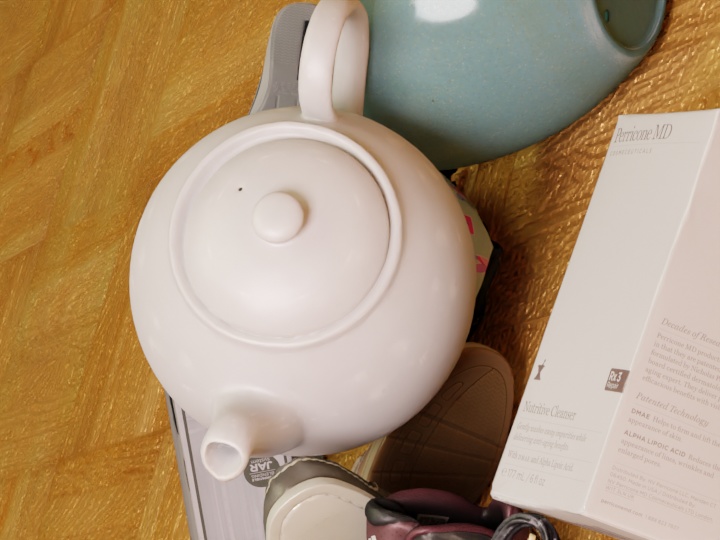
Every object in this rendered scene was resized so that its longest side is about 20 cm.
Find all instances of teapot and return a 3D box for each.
[{"bbox_3d":[-0.033,-0.010,1.321,0.200,0.197,0.146,56,174,20],"label":"teapot"}]

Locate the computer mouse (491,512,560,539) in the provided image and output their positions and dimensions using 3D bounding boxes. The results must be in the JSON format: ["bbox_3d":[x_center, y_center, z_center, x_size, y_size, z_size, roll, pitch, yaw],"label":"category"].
[{"bbox_3d":[0.057,0.212,1.209,0.058,0.034,0.201,6,85,39],"label":"computer mouse"}]

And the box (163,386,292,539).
[{"bbox_3d":[-0.069,0.126,1.463,0.117,0.060,0.201,-129,29,-75],"label":"box"}]

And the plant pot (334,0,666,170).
[{"bbox_3d":[0.090,-0.158,1.423,0.134,0.200,0.201,-1,66,35],"label":"plant pot"}]

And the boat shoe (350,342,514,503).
[{"bbox_3d":[0.022,0.121,1.450,0.200,0.071,0.065,-64,23,17],"label":"boat shoe"}]

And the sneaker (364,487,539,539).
[{"bbox_3d":[0.002,0.168,1.269,0.200,0.116,0.076,-29,34,-7],"label":"sneaker"}]

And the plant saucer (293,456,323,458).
[{"bbox_3d":[-0.042,0.188,1.618,0.070,0.019,0.200,-55,26,33],"label":"plant saucer"}]

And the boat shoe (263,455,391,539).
[{"bbox_3d":[-0.004,0.144,1.334,0.072,0.202,0.060,-29,53,6],"label":"boat shoe"}]

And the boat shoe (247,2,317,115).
[{"bbox_3d":[-0.051,-0.097,1.854,0.062,0.072,0.201,98,-176,-62],"label":"boat shoe"}]

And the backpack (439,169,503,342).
[{"bbox_3d":[0.000,0.000,1.532,0.167,0.126,0.200,-68,18,3],"label":"backpack"}]

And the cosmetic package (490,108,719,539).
[{"bbox_3d":[0.146,0.029,1.221,0.113,0.081,0.201,-1,70,69],"label":"cosmetic package"}]
